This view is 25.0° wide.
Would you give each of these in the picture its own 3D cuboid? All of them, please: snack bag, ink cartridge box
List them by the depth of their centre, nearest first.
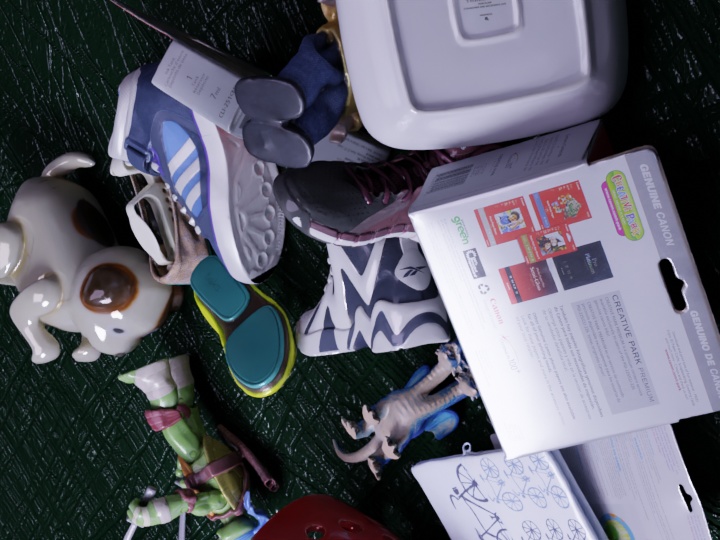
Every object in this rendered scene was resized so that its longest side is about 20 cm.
[{"bbox_3d":[0.153,0.011,1.115,0.174,0.084,0.201,-14,110,22],"label":"ink cartridge box"},{"bbox_3d":[0.129,0.219,1.271,0.200,0.021,0.190,-18,104,57],"label":"snack bag"},{"bbox_3d":[-0.093,-0.137,1.279,0.173,0.199,0.044,33,98,33],"label":"ink cartridge box"}]

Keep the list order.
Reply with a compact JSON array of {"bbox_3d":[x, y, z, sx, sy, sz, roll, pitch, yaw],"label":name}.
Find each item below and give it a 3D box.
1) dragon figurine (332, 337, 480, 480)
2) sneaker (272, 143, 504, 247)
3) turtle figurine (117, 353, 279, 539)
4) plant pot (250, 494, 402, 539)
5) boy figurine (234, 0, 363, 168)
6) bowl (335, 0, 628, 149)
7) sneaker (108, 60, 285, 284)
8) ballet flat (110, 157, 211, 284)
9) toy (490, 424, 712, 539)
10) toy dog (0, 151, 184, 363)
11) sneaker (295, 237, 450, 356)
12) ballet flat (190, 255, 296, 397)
[{"bbox_3d":[0.042,0.119,1.338,0.059,0.099,0.200,56,155,11],"label":"dragon figurine"},{"bbox_3d":[0.036,-0.077,1.180,0.116,0.199,0.076,-50,55,34],"label":"sneaker"},{"bbox_3d":[-0.189,0.190,1.545,0.199,0.143,0.195,-23,85,44],"label":"turtle figurine"},{"bbox_3d":[-0.006,0.314,1.364,0.182,0.200,0.202,23,121,33],"label":"plant pot"},{"bbox_3d":[-0.014,-0.161,1.181,0.064,0.200,0.125,10,131,26],"label":"boy figurine"},{"bbox_3d":[0.083,-0.181,1.087,0.198,0.075,0.202,-9,104,2],"label":"bowl"},{"bbox_3d":[-0.152,-0.087,1.429,0.146,0.080,0.202,0,111,40],"label":"sneaker"},{"bbox_3d":[-0.191,-0.082,1.494,0.068,0.067,0.202,-16,94,49],"label":"ballet flat"},{"bbox_3d":[0.189,0.164,1.215,0.199,0.047,0.116,-14,100,53],"label":"toy"},{"bbox_3d":[-0.261,0.003,1.571,0.199,0.139,0.195,33,93,34],"label":"toy dog"},{"bbox_3d":[0.000,0.000,1.319,0.199,0.079,0.131,172,91,-69],"label":"sneaker"},{"bbox_3d":[-0.090,0.055,1.414,0.067,0.067,0.200,46,-176,-39],"label":"ballet flat"}]
